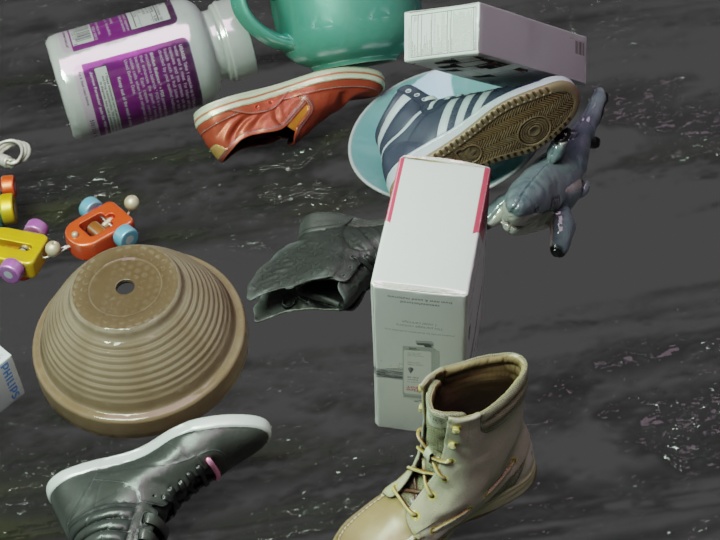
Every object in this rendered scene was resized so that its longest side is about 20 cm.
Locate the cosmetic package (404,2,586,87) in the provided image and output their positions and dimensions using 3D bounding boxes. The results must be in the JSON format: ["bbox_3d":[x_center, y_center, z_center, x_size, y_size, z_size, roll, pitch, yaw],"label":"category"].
[{"bbox_3d":[0.128,-0.205,1.655,0.082,0.199,0.051,0,87,36],"label":"cosmetic package"}]

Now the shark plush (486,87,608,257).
[{"bbox_3d":[0.195,-0.097,1.684,0.091,0.084,0.200,33,61,29],"label":"shark plush"}]

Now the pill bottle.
[{"bbox_3d":[-0.210,-0.211,1.807,0.199,0.113,0.113,-17,50,-7],"label":"pill bottle"}]

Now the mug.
[{"bbox_3d":[-0.029,-0.261,1.806,0.184,0.152,0.115,-9,93,7],"label":"mug"}]

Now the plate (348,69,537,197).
[{"bbox_3d":[0.087,-0.129,1.748,0.199,0.026,0.201,-10,43,9],"label":"plate"}]

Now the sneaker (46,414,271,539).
[{"bbox_3d":[-0.160,0.193,1.495,0.199,0.071,0.100,-20,52,-2],"label":"sneaker"}]

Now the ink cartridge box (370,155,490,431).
[{"bbox_3d":[0.060,0.024,1.523,0.082,0.201,0.147,7,51,7],"label":"ink cartridge box"}]

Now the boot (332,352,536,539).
[{"bbox_3d":[0.056,0.158,1.439,0.199,0.155,0.072,-29,53,-17],"label":"boot"}]

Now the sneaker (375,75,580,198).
[{"bbox_3d":[0.102,-0.146,1.675,0.199,0.070,0.109,-29,42,7],"label":"sneaker"}]

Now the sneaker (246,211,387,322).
[{"bbox_3d":[0.000,-0.002,1.646,0.198,0.060,0.105,0,49,14],"label":"sneaker"}]

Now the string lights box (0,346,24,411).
[{"bbox_3d":[-0.410,0.126,1.581,0.103,0.059,0.200,34,61,31],"label":"string lights box"}]

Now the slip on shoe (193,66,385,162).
[{"bbox_3d":[-0.066,-0.157,1.784,0.199,0.074,0.062,-18,82,-15],"label":"slip on shoe"}]

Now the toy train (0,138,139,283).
[{"bbox_3d":[-0.310,-0.044,1.717,0.199,0.056,0.150,32,55,32],"label":"toy train"}]

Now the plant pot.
[{"bbox_3d":[-0.204,0.044,1.606,0.199,0.093,0.202,-3,51,3],"label":"plant pot"}]
